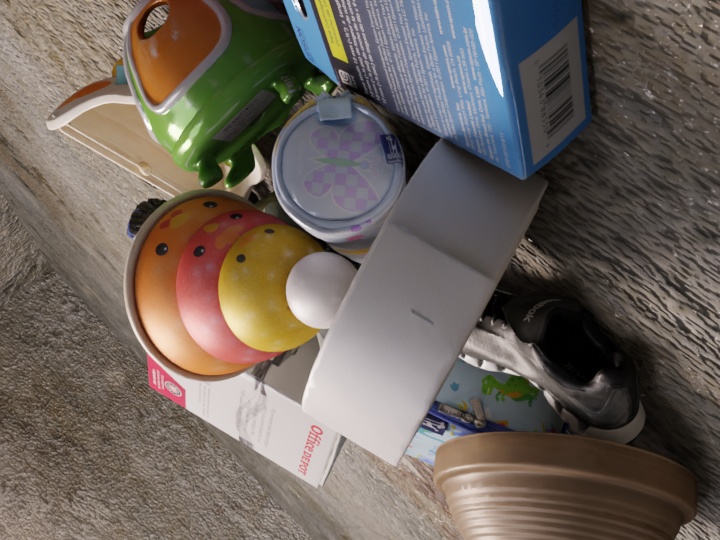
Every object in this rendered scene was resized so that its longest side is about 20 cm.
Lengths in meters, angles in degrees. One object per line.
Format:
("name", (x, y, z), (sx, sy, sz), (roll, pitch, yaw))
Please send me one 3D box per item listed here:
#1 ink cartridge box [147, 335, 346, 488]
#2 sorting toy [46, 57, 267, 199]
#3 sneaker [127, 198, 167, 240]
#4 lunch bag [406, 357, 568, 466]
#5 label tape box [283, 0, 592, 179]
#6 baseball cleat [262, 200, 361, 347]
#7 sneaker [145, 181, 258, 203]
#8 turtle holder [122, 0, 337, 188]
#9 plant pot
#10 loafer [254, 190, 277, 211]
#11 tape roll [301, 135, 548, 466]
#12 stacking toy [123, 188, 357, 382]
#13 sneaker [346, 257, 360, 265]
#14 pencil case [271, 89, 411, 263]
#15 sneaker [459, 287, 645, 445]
("ink cartridge box", (-0.093, 0.095, 0.892), (0.199, 0.084, 0.146), (29, 147, 7))
("sorting toy", (-0.162, -0.126, 0.886), (0.199, 0.108, 0.180), (31, 173, -27))
("sneaker", (-0.166, -0.009, 0.956), (0.075, 0.079, 0.200), (29, 178, 27))
("lunch bag", (0.088, 0.126, 0.849), (0.159, 0.083, 0.200), (21, 161, -3))
("label tape box", (0.029, -0.155, 0.536), (0.200, 0.066, 0.144), (37, 157, 40))
("baseball cleat", (-0.011, 0.007, 0.801), (0.070, 0.106, 0.201), (16, -138, -58))
("sneaker", (-0.185, -0.123, 1.050), (0.199, 0.060, 0.105), (31, -147, -38))
("turtle holder", (-0.099, -0.157, 0.741), (0.132, 0.185, 0.141), (48, 129, 1))
("plant pot", (0.149, 0.195, 0.733), (0.198, 0.094, 0.201), (9, 157, 4))
("loafer", (-0.050, -0.010, 0.986), (0.075, 0.069, 0.200), (24, 165, 40))
("tape roll", (0.041, 0.017, 0.606), (0.070, 0.203, 0.203), (29, 158, 7))
("stacking toy", (-0.063, 0.009, 0.679), (0.199, 0.146, 0.147), (-2, 128, 51))
("sneaker", (0.002, -0.002, 0.888), (0.200, 0.060, 0.104), (51, 166, 7))
("pencil case", (-0.003, -0.056, 0.672), (0.200, 0.082, 0.092), (39, -147, -79))
("sneaker", (0.123, 0.043, 0.706), (0.199, 0.066, 0.091), (34, 153, 30))
